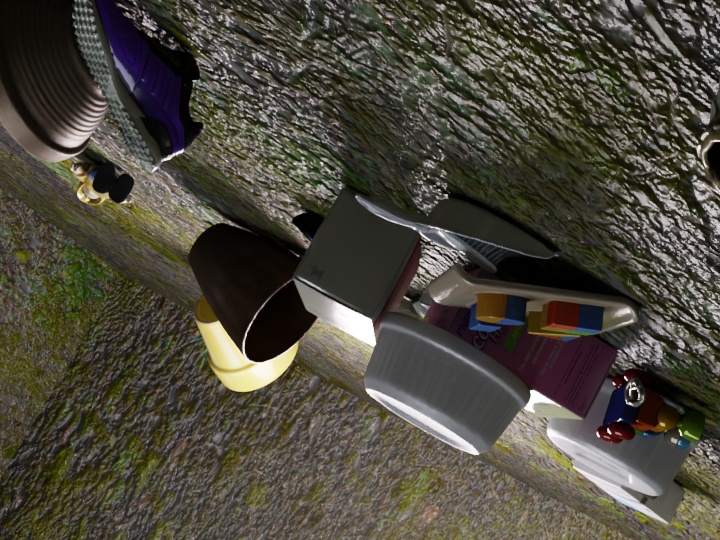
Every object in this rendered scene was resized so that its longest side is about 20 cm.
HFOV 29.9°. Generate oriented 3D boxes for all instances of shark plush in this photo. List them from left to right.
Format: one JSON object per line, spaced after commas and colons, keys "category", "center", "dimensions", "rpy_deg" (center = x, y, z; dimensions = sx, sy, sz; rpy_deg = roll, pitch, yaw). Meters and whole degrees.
{"category": "shark plush", "center": [0.128, 0.103, 1.990], "dimensions": [0.199, 0.091, 0.083], "rpy_deg": [26, -171, 14]}

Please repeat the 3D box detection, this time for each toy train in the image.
{"category": "toy train", "center": [0.364, 0.174, 1.627], "dimensions": [0.115, 0.085, 0.200], "rpy_deg": [19, 170, 2]}

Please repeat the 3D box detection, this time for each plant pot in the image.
{"category": "plant pot", "center": [-0.323, -0.226, 1.448], "dimensions": [0.092, 0.202, 0.201], "rpy_deg": [-18, 151, 16]}
{"category": "plant pot", "center": [-0.263, 0.128, 2.933], "dimensions": [0.200, 0.201, 0.189], "rpy_deg": [20, 152, 45]}
{"category": "plant pot", "center": [-0.184, 0.017, 2.213], "dimensions": [0.200, 0.187, 0.187], "rpy_deg": [42, 176, 26]}

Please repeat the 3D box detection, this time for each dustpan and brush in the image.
{"category": "dustpan and brush", "center": [0.087, -0.043, 1.376], "dimensions": [0.199, 0.058, 0.139], "rpy_deg": [33, 170, -16]}

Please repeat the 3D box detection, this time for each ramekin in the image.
{"category": "ramekin", "center": [0.095, 0.140, 1.603], "dimensions": [0.201, 0.095, 0.202], "rpy_deg": [29, 170, 6]}
{"category": "ramekin", "center": [0.351, 0.223, 1.837], "dimensions": [0.199, 0.098, 0.201], "rpy_deg": [29, 170, 6]}

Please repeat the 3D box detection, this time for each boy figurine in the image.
{"category": "boy figurine", "center": [-0.474, -0.158, 2.442], "dimensions": [0.124, 0.065, 0.200], "rpy_deg": [31, 167, -23]}

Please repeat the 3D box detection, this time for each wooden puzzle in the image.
{"category": "wooden puzzle", "center": [0.178, 0.044, 1.450], "dimensions": [0.198, 0.047, 0.185], "rpy_deg": [12, 172, -5]}

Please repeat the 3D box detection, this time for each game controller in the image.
{"category": "game controller", "center": [-0.028, -0.019, 1.896], "dimensions": [0.104, 0.042, 0.200], "rpy_deg": [25, 168, 27]}

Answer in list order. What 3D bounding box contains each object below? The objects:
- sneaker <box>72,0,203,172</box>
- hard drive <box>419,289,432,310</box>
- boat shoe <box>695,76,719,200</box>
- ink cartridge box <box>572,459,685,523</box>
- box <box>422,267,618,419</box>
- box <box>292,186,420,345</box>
{"category": "sneaker", "center": [-0.222, -0.212, 1.395], "dimensions": [0.069, 0.099, 0.201], "rpy_deg": [21, 137, 57]}
{"category": "hard drive", "center": [0.182, 0.103, 1.881], "dimensions": [0.131, 0.027, 0.200], "rpy_deg": [18, 159, 51]}
{"category": "boat shoe", "center": [0.234, -0.067, 0.818], "dimensions": [0.073, 0.063, 0.200], "rpy_deg": [24, 169, 25]}
{"category": "ink cartridge box", "center": [0.439, 0.340, 2.256], "dimensions": [0.200, 0.067, 0.115], "rpy_deg": [37, 169, -36]}
{"category": "box", "center": [0.187, 0.093, 1.669], "dimensions": [0.199, 0.097, 0.176], "rpy_deg": [30, 170, -6]}
{"category": "box", "center": [0.000, 0.000, 1.652], "dimensions": [0.108, 0.129, 0.200], "rpy_deg": [28, 171, 7]}
